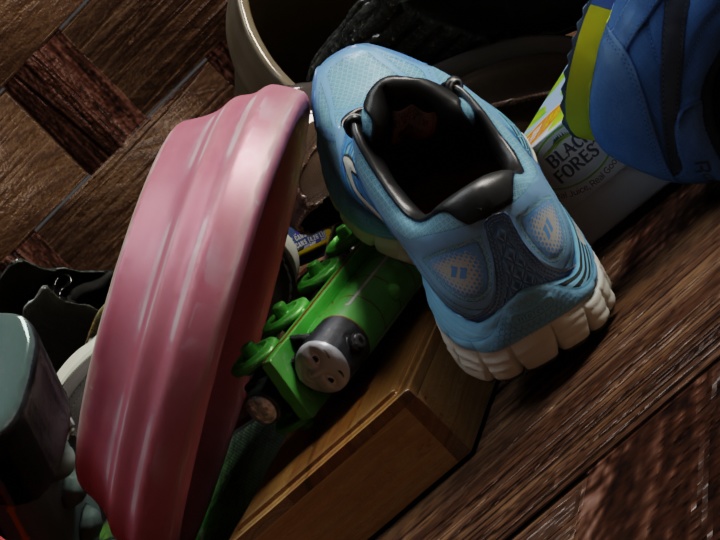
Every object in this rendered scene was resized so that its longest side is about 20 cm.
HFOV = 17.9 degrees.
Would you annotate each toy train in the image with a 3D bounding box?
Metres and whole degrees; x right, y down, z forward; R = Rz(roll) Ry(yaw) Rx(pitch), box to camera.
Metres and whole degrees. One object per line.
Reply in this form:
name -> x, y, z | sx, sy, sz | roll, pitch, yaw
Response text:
toy train -> 0.011, -0.003, 0.926 | 0.056, 0.042, 0.200 | -26, 17, 37
toy train -> -0.168, 0.086, 0.940 | 0.200, 0.114, 0.085 | 77, -162, -52

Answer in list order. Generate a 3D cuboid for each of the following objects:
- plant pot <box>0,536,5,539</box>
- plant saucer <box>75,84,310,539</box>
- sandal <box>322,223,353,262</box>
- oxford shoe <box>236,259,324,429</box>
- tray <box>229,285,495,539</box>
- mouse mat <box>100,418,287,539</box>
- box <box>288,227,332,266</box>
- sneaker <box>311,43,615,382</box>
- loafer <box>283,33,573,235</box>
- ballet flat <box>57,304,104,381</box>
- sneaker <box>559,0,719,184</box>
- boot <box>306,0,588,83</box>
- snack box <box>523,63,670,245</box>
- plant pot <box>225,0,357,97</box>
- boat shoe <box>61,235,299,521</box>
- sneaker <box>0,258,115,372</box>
plant pot -> -0.223, 0.187, 0.865 | 0.200, 0.200, 0.178 | -36, 29, 53
plant saucer -> -0.069, 0.019, 0.917 | 0.201, 0.051, 0.201 | 15, -90, -89
sandal -> 0.000, 0.000, 1.097 | 0.200, 0.055, 0.082 | -49, -18, -37
oxford shoe -> -0.078, 0.050, 1.224 | 0.200, 0.073, 0.071 | -42, -20, 17
tray -> 0.012, 0.049, 0.913 | 0.099, 0.037, 0.200 | -43, 8, 21
mouse mat -> -0.092, 0.138, 0.969 | 0.161, 0.008, 0.200 | -35, 20, 33
box -> 0.010, -0.061, 1.195 | 0.200, 0.070, 0.064 | -26, -4, -25
sneaker -> 0.029, -0.046, 0.847 | 0.078, 0.090, 0.200 | -30, 34, -6
loafer -> 0.039, -0.053, 1.056 | 0.200, 0.071, 0.073 | -13, -27, -16
ballet flat -> -0.149, 0.101, 1.194 | 0.200, 0.071, 0.071 | -63, 3, 11
sneaker -> 0.132, -0.129, 0.804 | 0.066, 0.078, 0.201 | -6, -68, -54
boot -> 0.088, -0.129, 1.110 | 0.211, 0.080, 0.158 | -2, -30, -20
snack box -> 0.154, -0.107, 0.917 | 0.200, 0.053, 0.142 | -41, 7, 35
plant pot -> 0.003, -0.104, 1.375 | 0.200, 0.200, 0.174 | -50, -8, -36
boat shoe -> -0.102, 0.062, 1.100 | 0.201, 0.072, 0.061 | -53, 13, 21
sneaker -> -0.133, 0.046, 1.291 | 0.200, 0.060, 0.104 | 6, -57, -46
